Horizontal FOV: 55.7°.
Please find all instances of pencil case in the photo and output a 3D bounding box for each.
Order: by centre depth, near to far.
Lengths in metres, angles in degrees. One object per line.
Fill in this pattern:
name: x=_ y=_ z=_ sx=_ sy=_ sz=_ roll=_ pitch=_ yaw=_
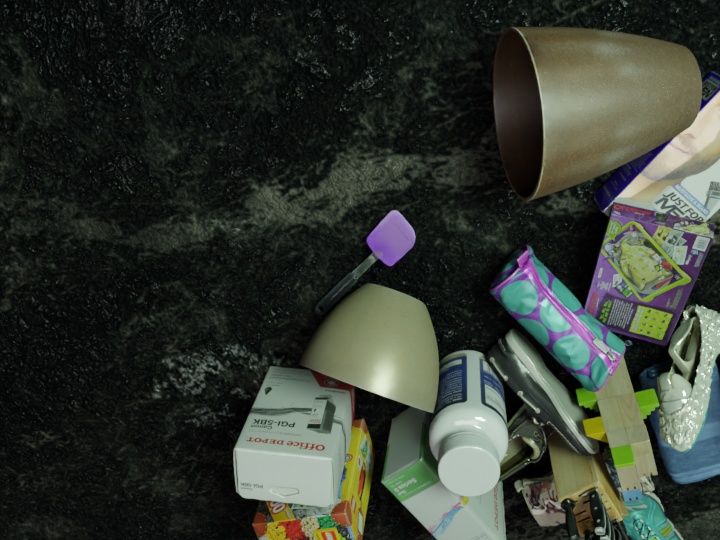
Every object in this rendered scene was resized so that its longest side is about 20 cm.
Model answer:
pencil case: x=0.264 y=0.062 z=0.911 sx=0.200 sy=0.092 sz=0.085 roll=44 pitch=75 yaw=-1
pencil case: x=0.342 y=0.328 z=1.050 sx=0.197 sy=0.078 sz=0.091 roll=-28 pitch=97 yaw=20

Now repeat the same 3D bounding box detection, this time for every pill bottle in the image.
pill bottle: x=0.150 y=0.212 z=0.955 sx=0.108 sy=0.201 sz=0.114 roll=3 pitch=117 yaw=7

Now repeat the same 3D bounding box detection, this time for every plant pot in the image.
plant pot: x=0.270 y=-0.190 z=0.773 sx=0.194 sy=0.188 sz=0.192 roll=-9 pitch=115 yaw=-3
plant pot: x=0.028 y=0.098 z=0.945 sx=0.195 sy=0.200 sz=0.138 roll=20 pitch=82 yaw=-1

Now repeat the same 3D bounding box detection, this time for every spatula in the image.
spatula: x=0.000 y=0.000 z=0.976 sx=0.057 sy=0.021 sz=0.200 roll=45 pitch=116 yaw=1

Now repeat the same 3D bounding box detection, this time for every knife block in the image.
knife block: x=0.302 y=0.296 z=0.928 sx=0.063 sy=0.204 sz=0.175 roll=-29 pitch=150 yaw=18

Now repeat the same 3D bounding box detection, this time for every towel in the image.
towel: x=0.480 y=0.216 z=0.992 sx=0.109 sy=0.049 sz=0.204 roll=-19 pitch=112 yaw=16

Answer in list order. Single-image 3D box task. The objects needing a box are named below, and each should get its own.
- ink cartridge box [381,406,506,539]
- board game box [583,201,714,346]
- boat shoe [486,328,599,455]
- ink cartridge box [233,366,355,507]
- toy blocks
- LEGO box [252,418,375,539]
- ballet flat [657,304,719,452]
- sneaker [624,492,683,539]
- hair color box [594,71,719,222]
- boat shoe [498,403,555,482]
ink cartridge box: x=0.130 y=0.319 z=1.040 sx=0.087 sy=0.146 sz=0.200 roll=-37 pitch=106 yaw=24
board game box: x=0.359 y=0.010 z=0.871 sx=0.117 sy=0.033 sz=0.203 roll=13 pitch=138 yaw=15
boat shoe: x=0.256 y=0.180 z=0.964 sx=0.060 sy=0.073 sz=0.202 roll=-43 pitch=76 yaw=25
ink cartridge box: x=-0.090 y=0.236 z=1.003 sx=0.142 sy=0.201 sz=0.085 roll=4 pitch=116 yaw=6
toy blocks: x=0.365 y=0.218 z=0.946 sx=0.097 sy=0.203 sz=0.138 roll=-16 pitch=128 yaw=17
LEGO box: x=-0.064 y=0.332 z=1.045 sx=0.145 sy=0.201 sz=0.079 roll=-12 pitch=115 yaw=14
ballet flat: x=0.426 y=0.134 z=0.901 sx=0.070 sy=0.203 sz=0.072 roll=24 pitch=159 yaw=10
sneaker: x=0.461 y=0.418 z=1.073 sx=0.077 sy=0.080 sz=0.200 roll=-40 pitch=103 yaw=23
hair color box: x=0.399 y=-0.123 z=0.835 sx=0.108 sy=0.065 sz=0.201 roll=35 pitch=114 yaw=-9
boat shoe: x=0.243 y=0.250 z=0.997 sx=0.198 sy=0.065 sz=0.074 roll=-36 pitch=114 yaw=-7
